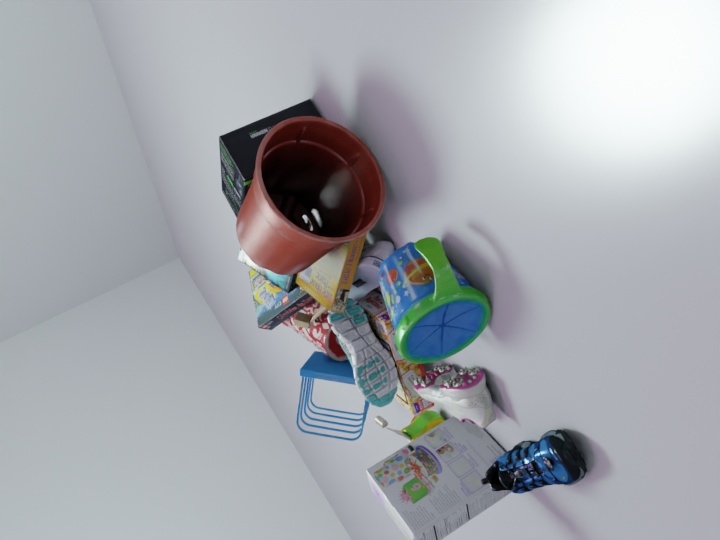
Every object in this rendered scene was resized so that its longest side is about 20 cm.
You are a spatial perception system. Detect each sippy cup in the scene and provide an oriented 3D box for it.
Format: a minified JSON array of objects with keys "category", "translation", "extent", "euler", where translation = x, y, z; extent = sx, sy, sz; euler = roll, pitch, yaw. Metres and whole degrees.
[{"category":"sippy cup","translation":[0.090,0.036,1.055],"extent":[0.178,0.139,0.131],"euler":[-53,45,28]}]

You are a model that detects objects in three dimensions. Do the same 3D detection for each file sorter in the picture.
[{"category":"file sorter","translation":[-0.047,0.245,1.526],"extent":[0.200,0.138,0.124],"euler":[-43,-38,-84]}]

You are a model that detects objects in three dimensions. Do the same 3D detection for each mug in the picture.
[{"category":"mug","translation":[-0.084,0.082,1.595],"extent":[0.200,0.133,0.178],"euler":[34,149,51]}]

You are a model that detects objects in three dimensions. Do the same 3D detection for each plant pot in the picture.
[{"category":"plant pot","translation":[-0.093,-0.095,1.170],"extent":[0.202,0.200,0.195],"euler":[60,147,8]}]

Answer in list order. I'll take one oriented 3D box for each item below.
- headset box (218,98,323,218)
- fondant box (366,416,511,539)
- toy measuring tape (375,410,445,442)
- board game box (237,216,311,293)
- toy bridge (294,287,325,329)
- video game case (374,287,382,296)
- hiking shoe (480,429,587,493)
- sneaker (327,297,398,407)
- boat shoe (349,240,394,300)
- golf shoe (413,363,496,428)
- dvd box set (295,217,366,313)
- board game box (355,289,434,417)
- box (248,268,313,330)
[{"category":"headset box","translation":[-0.143,-0.181,1.309],"extent":[0.093,0.173,0.200],"euler":[58,160,16]},{"category":"fondant box","translation":[0.131,0.330,1.221],"extent":[0.144,0.199,0.059],"euler":[45,155,46]},{"category":"toy measuring tape","translation":[0.103,0.274,1.368],"extent":[0.200,0.074,0.074],"euler":[36,-175,-44]},{"category":"board game box","translation":[-0.164,-0.068,1.484],"extent":[0.135,0.028,0.201],"euler":[32,129,17]},{"category":"toy bridge","translation":[-0.080,0.031,1.467],"extent":[0.027,0.067,0.201],"euler":[-69,-6,-55]},{"category":"video game case","translation":[0.073,0.066,1.307],"extent":[0.144,0.018,0.200],"euler":[63,163,-2]},{"category":"hiking shoe","translation":[0.233,0.270,1.031],"extent":[0.075,0.086,0.200],"euler":[59,162,13]},{"category":"sneaker","translation":[0.006,0.137,1.325],"extent":[0.091,0.077,0.201],"euler":[-157,45,-85]},{"category":"boat shoe","translation":[0.000,0.000,1.305],"extent":[0.073,0.066,0.200],"euler":[36,153,-21]},{"category":"golf shoe","translation":[0.145,0.200,1.208],"extent":[0.092,0.075,0.200],"euler":[61,164,-6]},{"category":"dvd box set","translation":[-0.043,-0.048,1.270],"extent":[0.146,0.029,0.201],"euler":[33,110,57]},{"category":"board game box","translation":[0.052,0.141,1.365],"extent":[0.151,0.046,0.201],"euler":[33,145,58]},{"category":"box","translation":[-0.150,0.018,1.587],"extent":[0.200,0.038,0.137],"euler":[-35,57,35]}]
